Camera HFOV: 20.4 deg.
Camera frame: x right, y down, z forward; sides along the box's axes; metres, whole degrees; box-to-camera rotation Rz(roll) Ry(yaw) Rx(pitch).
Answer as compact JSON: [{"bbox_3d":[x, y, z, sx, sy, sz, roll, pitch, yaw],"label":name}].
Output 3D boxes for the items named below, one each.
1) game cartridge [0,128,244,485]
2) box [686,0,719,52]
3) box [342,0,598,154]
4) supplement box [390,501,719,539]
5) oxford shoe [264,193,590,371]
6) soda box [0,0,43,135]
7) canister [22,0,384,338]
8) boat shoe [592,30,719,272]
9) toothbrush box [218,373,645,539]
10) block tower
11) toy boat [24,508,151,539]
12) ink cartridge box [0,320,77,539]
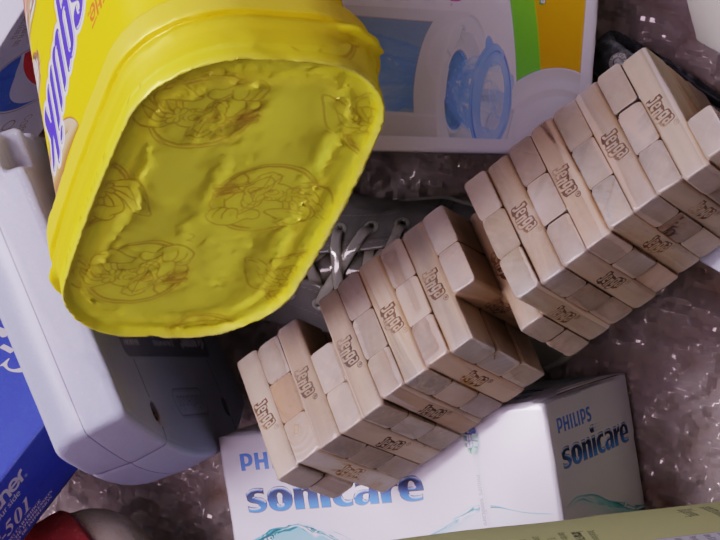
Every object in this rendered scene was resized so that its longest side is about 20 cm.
[{"bbox_3d":[-0.098,0.018,0.790,0.040,0.200,0.133,-28,83,7],"label":"game cartridge"},{"bbox_3d":[0.132,-0.178,0.673,0.082,0.068,0.200,-16,104,-1],"label":"box"},{"bbox_3d":[0.020,-0.146,0.735,0.101,0.112,0.200,-158,70,-64],"label":"box"},{"bbox_3d":[0.095,0.141,0.569,0.200,0.200,0.134,-7,87,2],"label":"supplement box"},{"bbox_3d":[0.000,0.000,0.814,0.200,0.058,0.075,16,101,24],"label":"oxford shoe"},{"bbox_3d":[-0.169,-0.087,0.859,0.064,0.068,0.200,54,133,13],"label":"soda box"},{"bbox_3d":[-0.067,-0.099,0.690,0.149,0.086,0.200,119,144,-48],"label":"canister"},{"bbox_3d":[0.157,-0.027,0.718,0.199,0.074,0.068,34,106,37],"label":"boat shoe"},{"bbox_3d":[0.039,0.149,0.794,0.146,0.085,0.200,-9,91,29],"label":"toothbrush box"},{"bbox_3d":[0.051,0.003,0.707,0.200,0.054,0.058,-36,55,21],"label":"block tower"},{"bbox_3d":[-0.117,0.199,0.819,0.200,0.131,0.131,47,149,45],"label":"toy boat"},{"bbox_3d":[-0.208,0.046,0.845,0.200,0.044,0.094,24,63,26],"label":"ink cartridge box"}]
